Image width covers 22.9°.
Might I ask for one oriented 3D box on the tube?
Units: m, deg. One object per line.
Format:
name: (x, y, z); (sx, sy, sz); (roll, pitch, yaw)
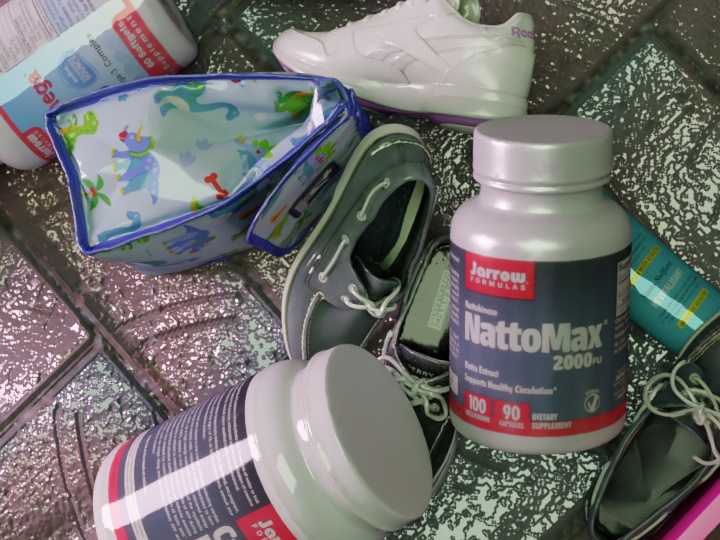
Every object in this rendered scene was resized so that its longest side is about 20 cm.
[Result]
tube: (0.172, -0.012, 1.225); (0.200, 0.050, 0.078); (38, 73, 4)

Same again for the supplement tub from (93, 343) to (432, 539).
supplement tub: (-0.066, 0.146, 1.191); (0.199, 0.140, 0.141); (-28, 83, 24)

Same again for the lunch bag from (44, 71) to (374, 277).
lunch bag: (-0.089, -0.073, 1.213); (0.198, 0.170, 0.128); (-19, 83, 5)

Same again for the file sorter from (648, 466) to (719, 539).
file sorter: (0.269, 0.189, 1.164); (0.125, 0.139, 0.200); (43, 93, 6)

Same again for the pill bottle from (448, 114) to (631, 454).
pill bottle: (0.116, 0.006, 1.157); (0.118, 0.120, 0.202); (1, 106, 8)

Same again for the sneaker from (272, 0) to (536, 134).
sneaker: (0.034, -0.154, 1.234); (0.199, 0.075, 0.101); (14, 92, 25)

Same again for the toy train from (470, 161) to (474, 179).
toy train: (0.102, -0.064, 1.253); (0.045, 0.034, 0.202); (-12, 86, 4)

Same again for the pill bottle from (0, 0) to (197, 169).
pill bottle: (-0.224, -0.143, 1.267); (0.199, 0.109, 0.109); (-34, 83, 6)

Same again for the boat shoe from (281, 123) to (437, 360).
boat shoe: (0.000, 0.000, 1.215); (0.072, 0.062, 0.201); (9, 118, -26)

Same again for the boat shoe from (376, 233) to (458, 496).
boat shoe: (0.045, 0.072, 1.237); (0.073, 0.068, 0.201); (20, 90, 9)

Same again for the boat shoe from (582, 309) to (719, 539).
boat shoe: (0.215, 0.102, 1.173); (0.075, 0.062, 0.200); (42, 101, 9)
